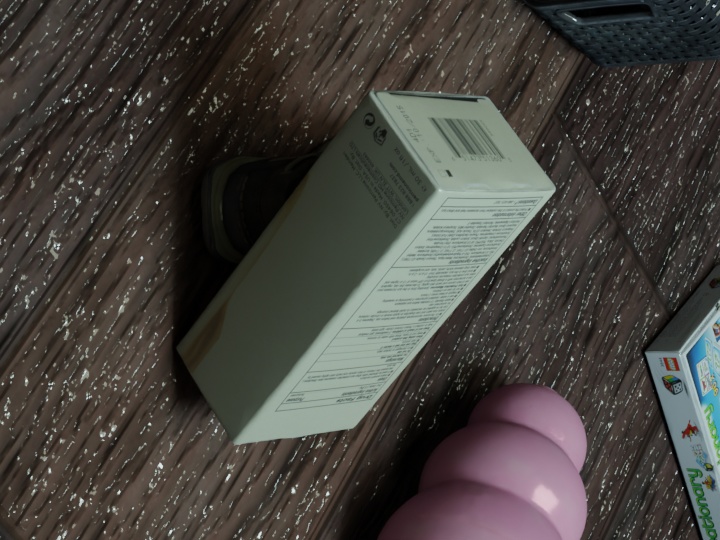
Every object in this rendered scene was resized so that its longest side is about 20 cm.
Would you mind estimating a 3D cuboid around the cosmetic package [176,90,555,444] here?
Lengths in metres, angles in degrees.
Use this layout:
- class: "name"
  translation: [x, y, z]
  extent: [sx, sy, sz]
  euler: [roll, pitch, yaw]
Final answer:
- class: "cosmetic package"
  translation: [0.000, 0.000, 1.038]
  extent: [0.105, 0.200, 0.071]
  euler: [-2, 50, -49]

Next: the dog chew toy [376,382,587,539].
- class: "dog chew toy"
  translation: [0.083, 0.152, 1.203]
  extent: [0.125, 0.124, 0.201]
  euler: [58, 42, -32]

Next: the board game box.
- class: "board game box"
  translation: [0.285, 0.113, 1.498]
  extent: [0.126, 0.034, 0.201]
  euler: [-42, 121, -42]

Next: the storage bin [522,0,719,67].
- class: "storage bin"
  translation: [0.201, -0.249, 1.316]
  extent: [0.094, 0.134, 0.202]
  euler: [32, 67, -44]

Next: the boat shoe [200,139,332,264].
- class: "boat shoe"
  translation: [-0.004, -0.039, 1.125]
  extent: [0.199, 0.073, 0.075]
  euler: [-17, 104, -48]
